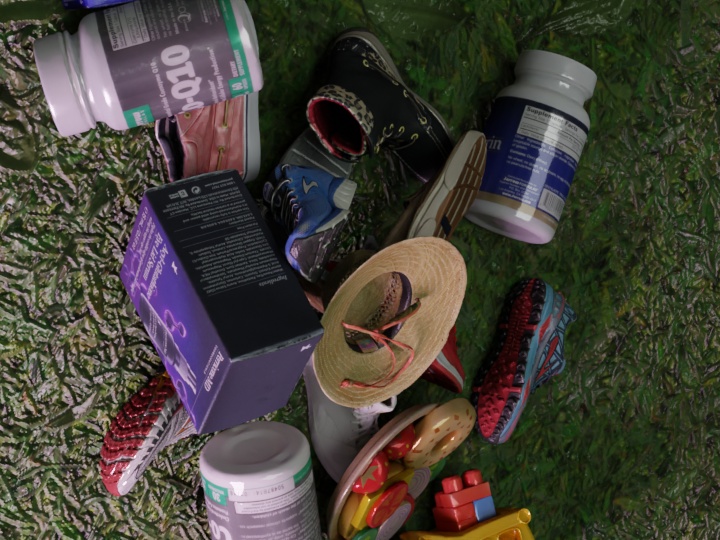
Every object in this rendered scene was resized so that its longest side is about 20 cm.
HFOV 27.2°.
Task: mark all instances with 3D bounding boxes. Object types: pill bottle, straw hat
[{"bbox_3d":[-0.097,0.268,1.534,0.113,0.113,0.201,-21,118,-29],"label":"pill bottle"},{"bbox_3d":[0.006,0.032,1.480,0.200,0.085,0.202,-24,135,-26],"label":"straw hat"},{"bbox_3d":[0.195,-0.142,1.697,0.115,0.115,0.201,24,82,-32],"label":"pill bottle"},{"bbox_3d":[-0.200,-0.199,1.409,0.199,0.113,0.114,-17,105,-4],"label":"pill bottle"}]

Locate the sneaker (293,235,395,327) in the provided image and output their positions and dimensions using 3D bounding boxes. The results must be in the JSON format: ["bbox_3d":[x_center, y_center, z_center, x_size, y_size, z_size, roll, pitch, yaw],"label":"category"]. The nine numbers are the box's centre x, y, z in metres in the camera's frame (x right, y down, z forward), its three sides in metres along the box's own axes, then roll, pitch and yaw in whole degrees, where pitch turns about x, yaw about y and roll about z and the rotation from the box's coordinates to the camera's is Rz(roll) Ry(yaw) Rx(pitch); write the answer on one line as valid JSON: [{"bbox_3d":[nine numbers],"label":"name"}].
[{"bbox_3d":[0.000,0.000,1.592,0.200,0.071,0.113,41,70,-57],"label":"sneaker"}]

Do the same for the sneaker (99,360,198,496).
[{"bbox_3d":[-0.185,0.149,1.509,0.200,0.078,0.082,-51,119,-17],"label":"sneaker"}]

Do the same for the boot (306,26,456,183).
[{"bbox_3d":[0.022,-0.142,1.570,0.204,0.073,0.154,52,31,-19],"label":"boot"}]

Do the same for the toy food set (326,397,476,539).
[{"bbox_3d":[0.038,0.228,1.622,0.199,0.049,0.199,-24,145,-49],"label":"toy food set"}]

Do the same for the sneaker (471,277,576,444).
[{"bbox_3d":[0.203,0.116,1.752,0.095,0.079,0.201,27,81,-33],"label":"sneaker"}]

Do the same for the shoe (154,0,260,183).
[{"bbox_3d":[-0.156,-0.181,1.496,0.090,0.071,0.202,-11,104,-34],"label":"shoe"}]

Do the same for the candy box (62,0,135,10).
[{"bbox_3d":[-0.218,-0.364,1.434,0.168,0.077,0.202,-16,104,-29],"label":"candy box"}]

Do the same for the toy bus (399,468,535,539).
[{"bbox_3d":[0.109,0.333,1.693,0.199,0.135,0.193,-18,92,-27],"label":"toy bus"}]

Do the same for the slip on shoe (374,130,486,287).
[{"bbox_3d":[0.074,-0.067,1.569,0.201,0.060,0.076,-65,155,-18],"label":"slip on shoe"}]

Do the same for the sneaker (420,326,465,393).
[{"bbox_3d":[0.094,0.055,1.641,0.116,0.078,0.200,-61,156,-14],"label":"sneaker"}]

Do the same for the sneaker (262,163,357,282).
[{"bbox_3d":[-0.060,-0.053,1.457,0.089,0.200,0.079,24,108,-6],"label":"sneaker"}]

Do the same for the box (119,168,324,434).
[{"bbox_3d":[-0.137,0.030,1.433,0.104,0.148,0.201,-16,63,-29],"label":"box"}]

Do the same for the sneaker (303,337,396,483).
[{"bbox_3d":[-0.002,0.157,1.605,0.073,0.115,0.201,-27,111,-29],"label":"sneaker"}]

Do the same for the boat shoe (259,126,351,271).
[{"bbox_3d":[-0.073,-0.068,1.573,0.074,0.065,0.203,29,74,-18],"label":"boat shoe"}]
